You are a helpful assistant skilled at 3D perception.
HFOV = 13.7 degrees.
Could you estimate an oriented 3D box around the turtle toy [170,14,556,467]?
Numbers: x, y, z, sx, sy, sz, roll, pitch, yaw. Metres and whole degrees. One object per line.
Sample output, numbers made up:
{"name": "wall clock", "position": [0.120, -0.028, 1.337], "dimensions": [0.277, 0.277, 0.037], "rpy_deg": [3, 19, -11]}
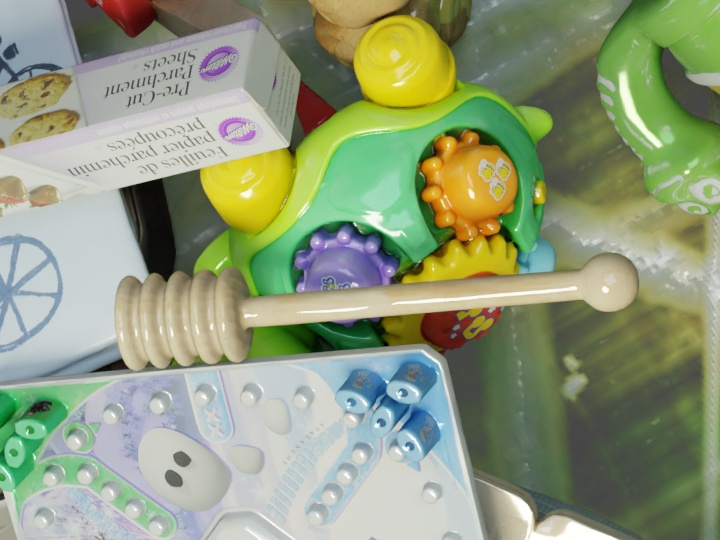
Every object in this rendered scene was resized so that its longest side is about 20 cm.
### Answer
{"name": "turtle toy", "position": [0.000, 0.000, 1.216], "dimensions": [0.200, 0.146, 0.101], "rpy_deg": [-37, 59, -1]}

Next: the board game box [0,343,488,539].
{"name": "board game box", "position": [-0.043, 0.132, 1.188], "dimensions": [0.200, 0.026, 0.200], "rpy_deg": [-6, 111, 22]}

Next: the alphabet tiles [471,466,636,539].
{"name": "alphabet tiles", "position": [0.041, 0.181, 1.219], "dimensions": [0.195, 0.015, 0.200], "rpy_deg": [22, 109, 6]}

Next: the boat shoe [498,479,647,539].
{"name": "boat shoe", "position": [0.053, 0.123, 1.250], "dimensions": [0.200, 0.074, 0.067], "rpy_deg": [23, 97, 15]}

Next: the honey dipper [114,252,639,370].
{"name": "honey dipper", "position": [0.007, 0.013, 1.138], "dimensions": [0.200, 0.038, 0.038], "rpy_deg": [-4, 81, 12]}

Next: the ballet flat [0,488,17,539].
{"name": "ballet flat", "position": [-0.209, 0.119, 1.271], "dimensions": [0.200, 0.046, 0.067], "rpy_deg": [-13, 112, 6]}

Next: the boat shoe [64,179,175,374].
{"name": "boat shoe", "position": [-0.109, 0.032, 1.266], "dimensions": [0.068, 0.072, 0.200], "rpy_deg": [-14, 73, 8]}

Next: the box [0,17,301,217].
{"name": "box", "position": [-0.120, -0.054, 1.196], "dimensions": [0.200, 0.039, 0.041], "rpy_deg": [-12, 50, 26]}

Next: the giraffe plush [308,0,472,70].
{"name": "giraffe plush", "position": [-0.034, -0.190, 1.260], "dimensions": [0.162, 0.173, 0.200], "rpy_deg": [9, 75, 13]}

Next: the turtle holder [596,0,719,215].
{"name": "turtle holder", "position": [0.182, -0.116, 1.241], "dimensions": [0.132, 0.141, 0.186], "rpy_deg": [38, 75, -9]}

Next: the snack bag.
{"name": "snack bag", "position": [-0.188, -0.023, 1.266], "dimensions": [0.188, 0.021, 0.200], "rpy_deg": [-25, 65, 14]}

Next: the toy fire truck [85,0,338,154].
{"name": "toy fire truck", "position": [-0.070, -0.109, 1.216], "dimensions": [0.049, 0.200, 0.141], "rpy_deg": [-44, 82, -11]}
